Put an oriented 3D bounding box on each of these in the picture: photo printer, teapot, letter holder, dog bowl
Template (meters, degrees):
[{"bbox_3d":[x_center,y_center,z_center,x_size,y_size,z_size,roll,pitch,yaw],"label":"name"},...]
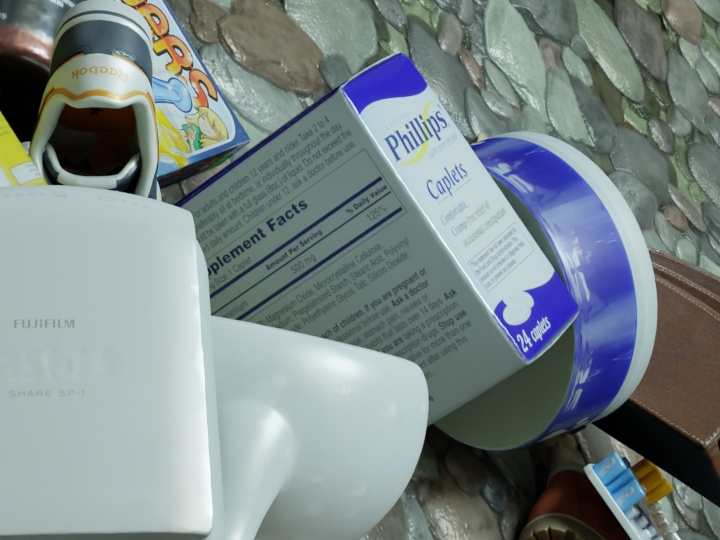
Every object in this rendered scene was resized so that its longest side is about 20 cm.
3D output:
[{"bbox_3d":[-0.151,0.050,1.147,0.165,0.070,0.201,0,61,-9],"label":"photo printer"},{"bbox_3d":[-0.062,0.105,1.280,0.199,0.197,0.147,15,85,-46],"label":"teapot"},{"bbox_3d":[0.216,0.047,1.644,0.200,0.142,0.101,33,-14,36],"label":"letter holder"},{"bbox_3d":[0.096,0.014,1.575,0.078,0.200,0.201,-17,76,-40],"label":"dog bowl"}]

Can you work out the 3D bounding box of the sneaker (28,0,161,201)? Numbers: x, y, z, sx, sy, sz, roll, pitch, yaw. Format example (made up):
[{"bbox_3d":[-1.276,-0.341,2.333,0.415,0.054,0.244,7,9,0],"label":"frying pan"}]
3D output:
[{"bbox_3d":[-0.150,-0.048,1.331,0.078,0.201,0.080,1,44,-2],"label":"sneaker"}]

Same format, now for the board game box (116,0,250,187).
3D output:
[{"bbox_3d":[-0.165,-0.146,1.523,0.201,0.034,0.135,58,31,2],"label":"board game box"}]

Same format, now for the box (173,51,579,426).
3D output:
[{"bbox_3d":[0.000,0.000,1.476,0.201,0.183,0.105,56,32,-2],"label":"box"}]

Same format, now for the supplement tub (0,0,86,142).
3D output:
[{"bbox_3d":[-0.198,-0.183,1.400,0.107,0.107,0.201,31,54,-36],"label":"supplement tub"}]

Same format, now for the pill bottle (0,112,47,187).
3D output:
[{"bbox_3d":[-0.250,-0.075,1.260,0.201,0.112,0.112,57,31,0],"label":"pill bottle"}]

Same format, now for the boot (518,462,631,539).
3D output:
[{"bbox_3d":[0.194,0.219,1.663,0.200,0.075,0.107,47,27,-14],"label":"boot"}]

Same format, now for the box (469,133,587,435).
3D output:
[{"bbox_3d":[0.125,0.007,1.806,0.163,0.021,0.200,45,34,-19],"label":"box"}]

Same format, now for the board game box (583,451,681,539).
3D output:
[{"bbox_3d":[0.234,0.210,1.646,0.201,0.026,0.200,55,8,12],"label":"board game box"}]
